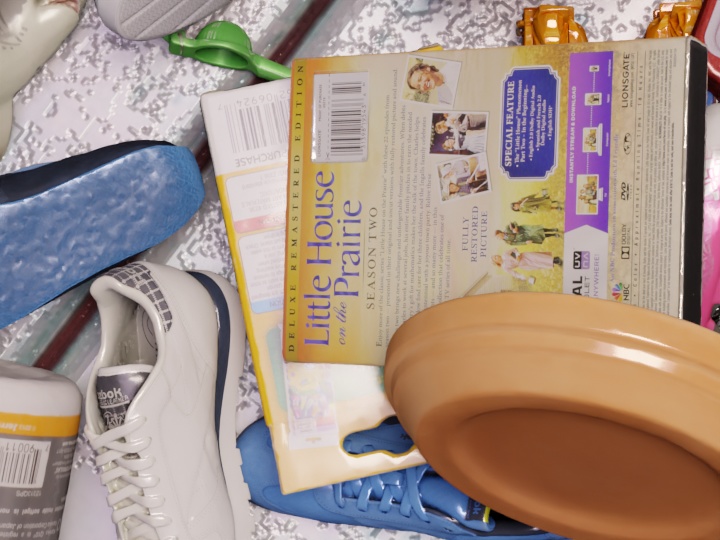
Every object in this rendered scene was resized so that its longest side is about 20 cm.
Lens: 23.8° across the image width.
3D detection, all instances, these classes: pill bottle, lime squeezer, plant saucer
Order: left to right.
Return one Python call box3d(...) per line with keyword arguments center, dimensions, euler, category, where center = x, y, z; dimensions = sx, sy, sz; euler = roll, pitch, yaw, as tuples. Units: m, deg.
box3d(center=(-0.212, 0.145, 0.853), dimensions=(0.115, 0.116, 0.202), euler=(11, 90, 1), category="pill bottle")
box3d(center=(-0.076, -0.137, 0.898), dimensions=(0.200, 0.038, 0.071), euler=(46, 59, 2), category="lime squeezer")
box3d(center=(0.103, 0.075, 0.738), dimensions=(0.199, 0.201, 0.038), euler=(16, 63, 2), category="plant saucer")

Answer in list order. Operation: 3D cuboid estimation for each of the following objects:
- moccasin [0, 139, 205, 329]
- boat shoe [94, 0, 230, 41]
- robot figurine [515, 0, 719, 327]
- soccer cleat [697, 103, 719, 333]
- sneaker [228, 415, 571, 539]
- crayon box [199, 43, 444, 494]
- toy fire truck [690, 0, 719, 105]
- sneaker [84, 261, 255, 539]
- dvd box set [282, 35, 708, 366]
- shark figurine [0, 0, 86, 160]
box3d(center=(-0.175, -0.011, 0.865), dimensions=(0.198, 0.068, 0.081), euler=(-16, 104, -14), category="moccasin")
box3d(center=(-0.073, -0.195, 0.866), dimensions=(0.071, 0.072, 0.200), euler=(34, 64, 19), category="boat shoe")
box3d(center=(0.132, -0.035, 0.873), dimensions=(0.144, 0.058, 0.202), euler=(-2, 89, 3), category="robot figurine")
box3d(center=(0.127, 0.015, 0.794), dimensions=(0.086, 0.070, 0.202), euler=(11, 117, 10), category="soccer cleat")
box3d(center=(0.029, 0.103, 0.867), dimensions=(0.198, 0.078, 0.067), euler=(5, 92, 3), category="sneaker")
box3d(center=(0.000, 0.000, 0.858), dimensions=(0.125, 0.052, 0.202), euler=(-11, 86, -2), category="crayon box")
box3d(center=(0.232, -0.081, 0.831), dimensions=(0.167, 0.112, 0.201), euler=(23, 79, 1), category="toy fire truck")
box3d(center=(-0.104, 0.097, 0.858), dimensions=(0.076, 0.080, 0.202), euler=(-8, 84, 29), category="sneaker")
box3d(center=(0.056, -0.027, 0.769), dimensions=(0.199, 0.029, 0.148), euler=(0, 87, 30), category="dvd box set")
box3d(center=(-0.243, -0.110, 0.854), dimensions=(0.089, 0.214, 0.129), euler=(40, 121, 28), category="shark figurine")
